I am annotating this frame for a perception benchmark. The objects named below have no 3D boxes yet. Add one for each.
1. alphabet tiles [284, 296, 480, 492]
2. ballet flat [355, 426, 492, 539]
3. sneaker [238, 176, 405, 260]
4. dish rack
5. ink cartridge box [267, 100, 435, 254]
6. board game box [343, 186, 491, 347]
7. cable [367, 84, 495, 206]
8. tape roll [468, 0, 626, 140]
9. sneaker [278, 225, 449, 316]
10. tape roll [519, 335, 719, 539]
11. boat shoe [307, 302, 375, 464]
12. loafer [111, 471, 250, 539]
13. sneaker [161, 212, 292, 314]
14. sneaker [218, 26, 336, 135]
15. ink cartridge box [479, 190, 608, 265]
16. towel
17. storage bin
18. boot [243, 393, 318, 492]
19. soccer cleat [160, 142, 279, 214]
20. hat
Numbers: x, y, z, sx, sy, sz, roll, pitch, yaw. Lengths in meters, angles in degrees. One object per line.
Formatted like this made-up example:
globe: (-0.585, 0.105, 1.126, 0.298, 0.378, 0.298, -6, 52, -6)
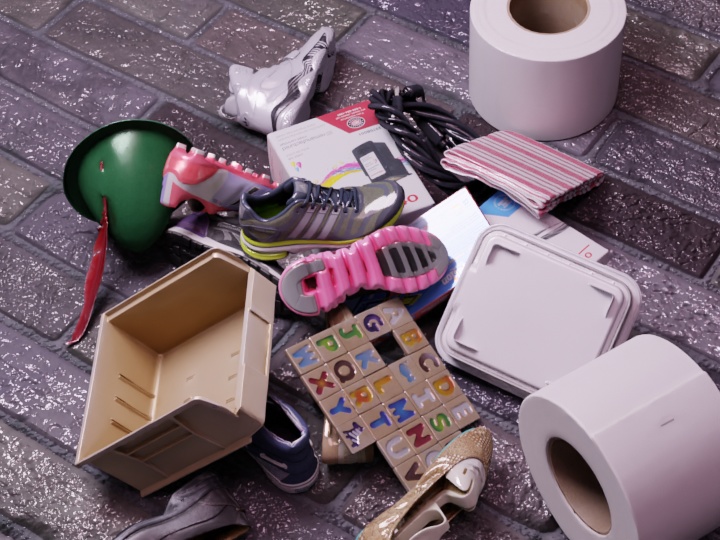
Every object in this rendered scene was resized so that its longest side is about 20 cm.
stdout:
alphabet tiles: (0.034, 0.137, 1.583, 0.166, 0.008, 0.201, -24, 72, -36)
ballet flat: (0.081, 0.242, 1.510, 0.200, 0.071, 0.065, -44, 34, -19)
sneaker: (-0.047, -0.069, 1.669, 0.198, 0.081, 0.074, -14, 50, 2)
dish rack: (0.191, 0.053, 1.617, 0.199, 0.044, 0.173, 24, 91, 15)
ink cartridge box: (-0.010, -0.097, 1.798, 0.145, 0.083, 0.201, -20, 51, -13)
board game box: (0.064, -0.002, 1.696, 0.199, 0.019, 0.103, -33, 61, 5)
cable: (0.094, -0.160, 1.818, 0.163, 0.051, 0.201, 4, 45, -56)
tape roll: (0.240, -0.287, 1.909, 0.201, 0.140, 0.204, -1, 50, 2)
sneaker: (0.000, 0.000, 1.666, 0.198, 0.095, 0.080, -12, 88, -10)
tape roll: (0.269, 0.183, 1.456, 0.138, 0.204, 0.203, -25, 53, -19)
boat shoe: (-0.027, 0.121, 1.621, 0.064, 0.072, 0.201, -7, 51, -3)
loafer: (-0.200, 0.288, 1.491, 0.072, 0.073, 0.200, 38, 62, 25)
sneaker: (-0.135, -0.023, 1.752, 0.199, 0.076, 0.088, 27, 50, 24)
sneaker: (-0.107, -0.257, 1.944, 0.114, 0.075, 0.201, 15, 55, 12)
ink cartridge box: (0.208, 0.000, 1.712, 0.199, 0.068, 0.116, 34, 60, 27)
towel: (0.199, -0.122, 1.791, 0.146, 0.030, 0.200, 28, 25, 21)
storage bin: (-0.191, 0.107, 1.566, 0.198, 0.094, 0.201, -29, 40, 31)
boot: (-0.118, 0.148, 1.590, 0.073, 0.091, 0.200, -38, 57, -26)
soccer cleat: (-0.168, -0.096, 1.769, 0.066, 0.200, 0.077, 23, 92, 32)
hat: (-0.261, -0.046, 1.724, 0.164, 0.201, 0.177, 0, 47, -18)
